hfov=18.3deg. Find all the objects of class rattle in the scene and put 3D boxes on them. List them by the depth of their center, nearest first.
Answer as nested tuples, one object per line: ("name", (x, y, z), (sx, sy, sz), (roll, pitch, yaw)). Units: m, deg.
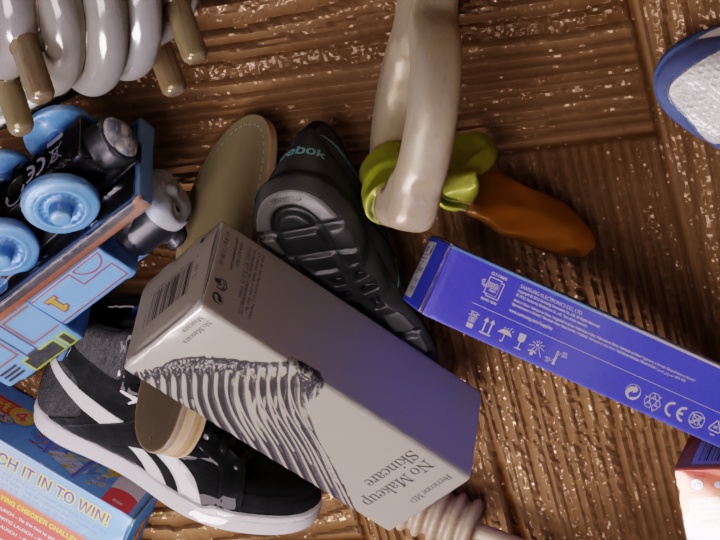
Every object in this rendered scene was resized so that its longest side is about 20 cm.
("rattle", (0.074, -0.116, 1.229), (0.142, 0.130, 0.201), (10, 93, 6))

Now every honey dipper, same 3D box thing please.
("honey dipper", (0.120, 0.178, 1.376), (0.199, 0.038, 0.038), (21, 121, 10))

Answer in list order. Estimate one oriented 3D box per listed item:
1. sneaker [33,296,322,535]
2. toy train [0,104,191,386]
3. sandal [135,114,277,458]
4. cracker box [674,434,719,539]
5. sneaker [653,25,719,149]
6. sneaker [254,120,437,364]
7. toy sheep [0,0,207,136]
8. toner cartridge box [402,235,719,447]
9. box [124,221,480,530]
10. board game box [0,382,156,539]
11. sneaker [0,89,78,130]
("sneaker", (-0.109, 0.083, 1.400), (0.199, 0.073, 0.112), (21, 120, 11))
("toy train", (-0.189, -0.018, 1.348), (0.200, 0.087, 0.114), (-35, 130, 27))
("sandal", (-0.072, 0.014, 1.355), (0.078, 0.069, 0.213), (24, 98, 52))
("cracker box", (0.267, 0.189, 1.308), (0.133, 0.058, 0.201), (-3, 114, 24))
("sneaker", (0.244, -0.068, 1.172), (0.199, 0.088, 0.076), (21, 123, 13))
("sneaker", (0.000, 0.000, 1.318), (0.075, 0.079, 0.200), (-8, 132, 17))
("toy sheep", (-0.150, -0.155, 1.213), (0.138, 0.199, 0.138), (39, 137, 49))
("toner cartridge box", (0.125, 0.041, 1.243), (0.199, 0.095, 0.043), (24, 93, -6))
("box", (-0.031, 0.063, 1.284), (0.200, 0.069, 0.082), (33, 132, -22))
("board game box", (-0.254, 0.174, 1.514), (0.200, 0.056, 0.196), (30, 122, 6))
("sneaker", (-0.198, -0.141, 1.333), (0.200, 0.077, 0.089), (-26, 94, 23))
